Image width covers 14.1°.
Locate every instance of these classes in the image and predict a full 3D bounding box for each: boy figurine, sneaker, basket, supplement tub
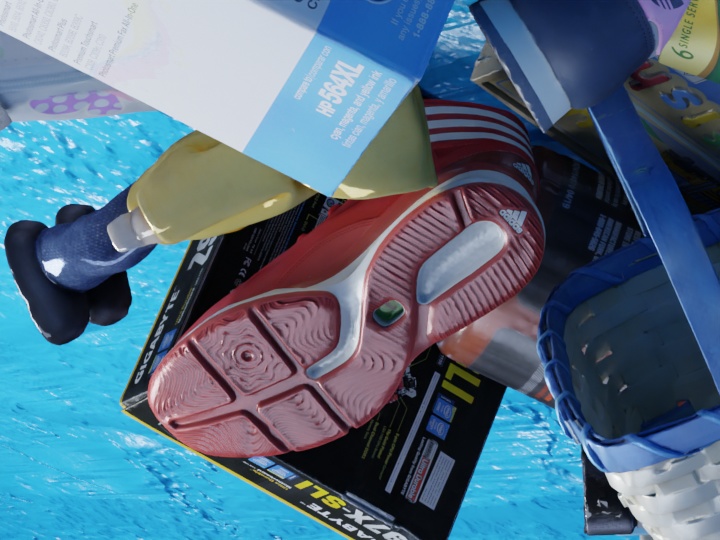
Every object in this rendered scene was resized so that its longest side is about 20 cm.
[{"bbox_3d":[-0.050,-0.034,1.211,0.199,0.065,0.124,-22,-179,29],"label":"boy figurine"},{"bbox_3d":[0.088,-0.110,1.098,0.070,0.082,0.200,56,-169,-17],"label":"sneaker"},{"bbox_3d":[0.000,0.000,1.255,0.200,0.116,0.078,-28,114,23],"label":"sneaker"},{"bbox_3d":[0.136,0.014,1.167,0.139,0.177,0.200,-27,119,8],"label":"basket"},{"bbox_3d":[0.141,0.030,1.308,0.199,0.107,0.107,26,158,-5],"label":"supplement tub"}]

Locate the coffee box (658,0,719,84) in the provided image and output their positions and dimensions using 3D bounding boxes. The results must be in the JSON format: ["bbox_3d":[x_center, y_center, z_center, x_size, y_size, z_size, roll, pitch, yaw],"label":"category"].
[{"bbox_3d":[0.217,-0.089,1.111,0.199,0.044,0.123,21,159,6],"label":"coffee box"}]

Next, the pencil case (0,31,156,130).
[{"bbox_3d":[-0.102,-0.103,1.229,0.199,0.084,0.091,-7,-158,-16],"label":"pencil case"}]

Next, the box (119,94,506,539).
[{"bbox_3d":[-0.002,0.012,1.348,0.159,0.201,0.049,31,155,-19],"label":"box"}]

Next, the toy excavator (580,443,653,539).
[{"bbox_3d":[0.161,0.086,1.479,0.099,0.195,0.200,-5,-167,5],"label":"toy excavator"}]

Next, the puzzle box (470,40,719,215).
[{"bbox_3d":[0.160,-0.054,1.272,0.200,0.026,0.133,33,157,-23],"label":"puzzle box"}]

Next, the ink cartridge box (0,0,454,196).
[{"bbox_3d":[-0.061,-0.142,1.058,0.199,0.129,0.125,26,158,-7],"label":"ink cartridge box"}]
